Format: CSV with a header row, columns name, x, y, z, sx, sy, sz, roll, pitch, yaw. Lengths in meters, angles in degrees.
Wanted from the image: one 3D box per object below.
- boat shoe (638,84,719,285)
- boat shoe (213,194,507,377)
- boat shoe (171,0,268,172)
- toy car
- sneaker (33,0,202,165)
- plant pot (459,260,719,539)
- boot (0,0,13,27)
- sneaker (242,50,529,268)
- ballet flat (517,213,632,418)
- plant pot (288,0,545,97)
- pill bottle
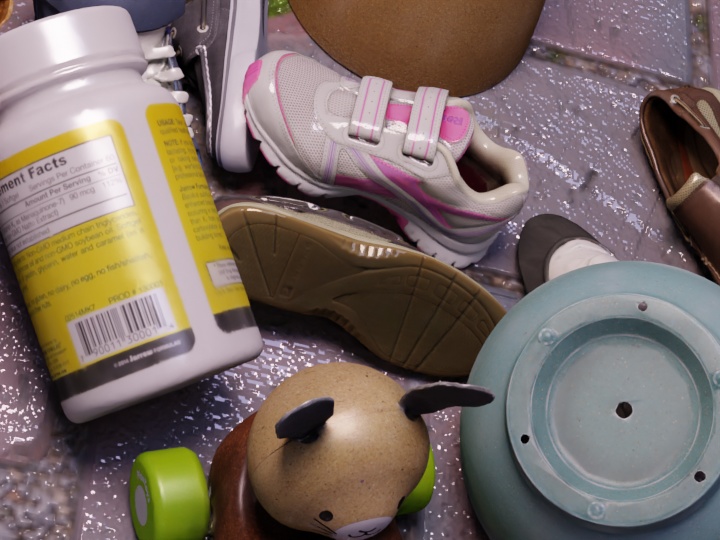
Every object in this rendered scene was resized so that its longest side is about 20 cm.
name,x,y,z,sx,sy,sz,roll,pitch,yaw
boat shoe,0.230,-0.037,1.136,0.074,0.075,0.203,10,44,-31
boat shoe,-0.001,0.001,1.026,0.199,0.072,0.066,20,24,-20
boat shoe,-0.093,-0.148,1.091,0.066,0.070,0.202,-1,63,2
toy car,-0.009,0.112,0.873,0.163,0.200,0.159,-6,62,-24
sneaker,-0.133,-0.124,1.005,0.080,0.147,0.201,-13,65,-27
plant pot,0.143,0.082,0.935,0.198,0.134,0.202,-3,77,11
boot,-0.300,-0.169,0.958,0.143,0.071,0.200,24,18,33
sneaker,0.022,-0.081,1.048,0.199,0.088,0.082,26,52,-26
ballet flat,0.149,0.039,1.061,0.067,0.069,0.202,-1,60,-22
plant pot,0.061,-0.247,1.126,0.185,0.200,0.188,9,56,-14
pill bottle,-0.135,-0.031,0.934,0.114,0.114,0.202,-18,87,-29
